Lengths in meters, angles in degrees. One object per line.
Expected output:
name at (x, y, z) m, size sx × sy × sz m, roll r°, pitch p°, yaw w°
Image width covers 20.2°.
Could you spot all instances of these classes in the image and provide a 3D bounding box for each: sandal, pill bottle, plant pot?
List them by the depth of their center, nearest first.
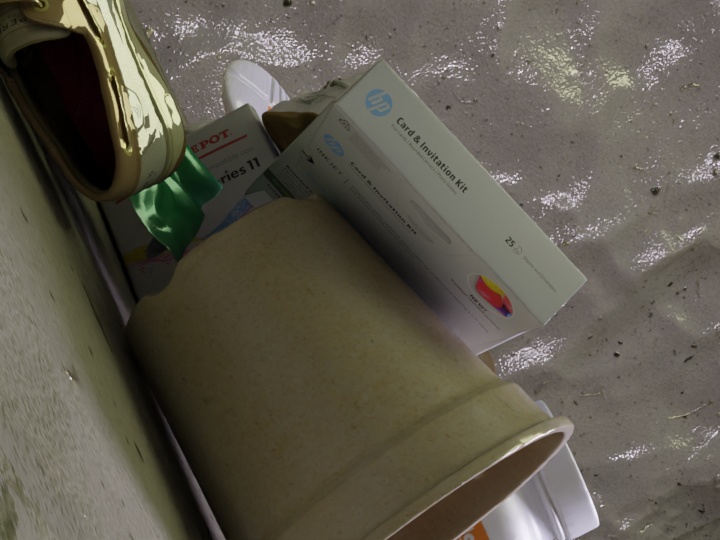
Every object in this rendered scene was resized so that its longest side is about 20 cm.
plant pot at (-0.022, 0.070, 1.061) m, size 0.184 × 0.200 × 0.200 m, roll 53°, pitch -4°, yaw 14°
pill bottle at (0.037, 0.158, 1.222) m, size 0.112 × 0.199 × 0.112 m, roll 155°, pitch -90°, yaw -89°
sandal at (-0.056, -0.057, 1.449) m, size 0.207 × 0.059 × 0.079 m, roll 54°, pitch 33°, yaw -32°

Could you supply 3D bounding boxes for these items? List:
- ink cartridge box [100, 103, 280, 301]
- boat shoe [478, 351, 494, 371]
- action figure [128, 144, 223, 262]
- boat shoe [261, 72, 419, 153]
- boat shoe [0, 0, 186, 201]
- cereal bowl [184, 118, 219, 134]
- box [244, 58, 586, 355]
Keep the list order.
ink cartridge box at (-0.090, -0.022, 1.267) m, size 0.200 × 0.117 × 0.067 m, roll 64°, pitch 3°, yaw 29°
boat shoe at (0.017, 0.063, 1.412) m, size 0.200 × 0.066 × 0.074 m, roll 33°, pitch 51°, yaw -45°
action figure at (-0.156, -0.102, 1.132) m, size 0.200 × 0.055 × 0.118 m, roll 56°, pitch 13°, yaw -18°
boat shoe at (0.006, -0.086, 1.188) m, size 0.071 × 0.069 × 0.200 m, roll 57°, pitch -13°, yaw -23°
boat shoe at (-0.161, -0.126, 1.040) m, size 0.200 × 0.074 × 0.066 m, roll 57°, pitch 29°, yaw -7°
cereal bowl at (-0.078, -0.027, 1.578) m, size 0.200 × 0.083 × 0.201 m, roll 44°, pitch -36°, yaw 45°
box at (0.022, -0.020, 1.102) m, size 0.156 × 0.041 × 0.200 m, roll 47°, pitch -19°, yaw -2°
